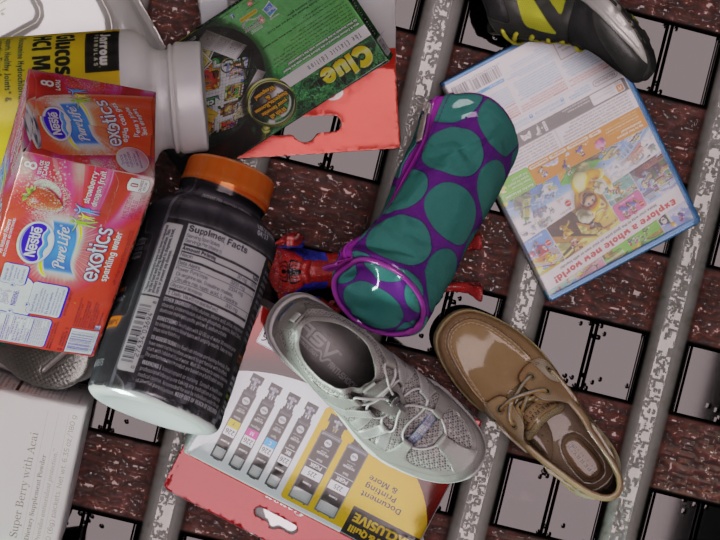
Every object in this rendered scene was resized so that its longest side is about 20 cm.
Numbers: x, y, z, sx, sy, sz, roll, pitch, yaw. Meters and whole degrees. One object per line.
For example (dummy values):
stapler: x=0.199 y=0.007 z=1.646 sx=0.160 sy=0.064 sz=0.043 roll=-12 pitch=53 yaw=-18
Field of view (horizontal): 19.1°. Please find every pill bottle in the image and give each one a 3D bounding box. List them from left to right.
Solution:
pill bottle: x=-0.218 y=-0.127 z=1.641 sx=0.198 sy=0.112 sz=0.113 roll=-5 pitch=95 yaw=-2
pill bottle: x=-0.127 y=0.015 z=1.619 sx=0.106 sy=0.106 sz=0.201 roll=19 pitch=76 yaw=-5

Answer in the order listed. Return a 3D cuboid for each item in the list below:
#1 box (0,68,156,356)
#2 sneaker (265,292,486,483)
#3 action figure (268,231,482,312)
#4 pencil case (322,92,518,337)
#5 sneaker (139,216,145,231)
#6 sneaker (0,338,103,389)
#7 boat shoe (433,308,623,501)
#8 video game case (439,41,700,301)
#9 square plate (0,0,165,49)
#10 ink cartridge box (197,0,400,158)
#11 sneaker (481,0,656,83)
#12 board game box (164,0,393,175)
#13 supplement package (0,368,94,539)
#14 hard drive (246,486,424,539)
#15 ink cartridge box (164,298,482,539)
box: x=-0.221 y=-0.040 z=1.578 sx=0.099 sy=0.096 sz=0.201 roll=10 pitch=134 yaw=-16
sneaker: x=0.010 y=0.096 z=1.607 sx=0.199 sy=0.082 sz=0.075 roll=36 pitch=88 yaw=-6
action figure: x=0.000 y=0.000 z=1.705 sx=0.198 sy=0.099 sz=0.066 roll=-2 pitch=93 yaw=-1
pencil case: x=0.049 y=-0.047 z=1.658 sx=0.092 sy=0.085 sz=0.201 roll=42 pitch=52 yaw=-19
sneaker: x=-0.264 y=-0.028 z=1.693 sx=0.198 sy=0.074 sz=0.089 roll=-10 pitch=98 yaw=-7
sneaker: x=-0.292 y=0.046 z=1.702 sx=0.199 sy=0.080 sz=0.071 roll=22 pitch=93 yaw=15
boat shoe: x=0.142 y=0.108 z=1.736 sx=0.200 sy=0.065 sz=0.071 roll=43 pitch=91 yaw=-6
video game case: x=0.172 y=-0.096 z=1.747 sx=0.142 sy=0.018 sz=0.201 roll=-27 pitch=95 yaw=-2
square plate: x=-0.286 y=-0.213 z=1.702 sx=0.199 sy=0.028 sz=0.199 roll=-28 pitch=95 yaw=-1
ink cartridge box: x=-0.049 y=-0.193 z=1.709 sx=0.159 sy=0.047 sz=0.202 roll=-4 pitch=93 yaw=-3
sneaker: x=0.149 y=-0.206 z=1.705 sx=0.200 sy=0.074 sz=0.085 roll=42 pitch=102 yaw=15
board game box: x=-0.084 y=-0.159 z=1.684 sx=0.199 sy=0.023 sz=0.105 roll=-30 pitch=100 yaw=20
supplement package: x=-0.319 y=0.136 z=1.679 sx=0.198 sy=0.120 sz=0.122 roll=12 pitch=94 yaw=-4
hard drive: x=-0.027 y=0.174 z=1.749 sx=0.131 sy=0.026 sz=0.202 roll=-14 pitch=95 yaw=-3
ink cartridge box: x=-0.033 y=0.146 z=1.691 sx=0.199 sy=0.084 sz=0.176 roll=27 pitch=92 yaw=-6
